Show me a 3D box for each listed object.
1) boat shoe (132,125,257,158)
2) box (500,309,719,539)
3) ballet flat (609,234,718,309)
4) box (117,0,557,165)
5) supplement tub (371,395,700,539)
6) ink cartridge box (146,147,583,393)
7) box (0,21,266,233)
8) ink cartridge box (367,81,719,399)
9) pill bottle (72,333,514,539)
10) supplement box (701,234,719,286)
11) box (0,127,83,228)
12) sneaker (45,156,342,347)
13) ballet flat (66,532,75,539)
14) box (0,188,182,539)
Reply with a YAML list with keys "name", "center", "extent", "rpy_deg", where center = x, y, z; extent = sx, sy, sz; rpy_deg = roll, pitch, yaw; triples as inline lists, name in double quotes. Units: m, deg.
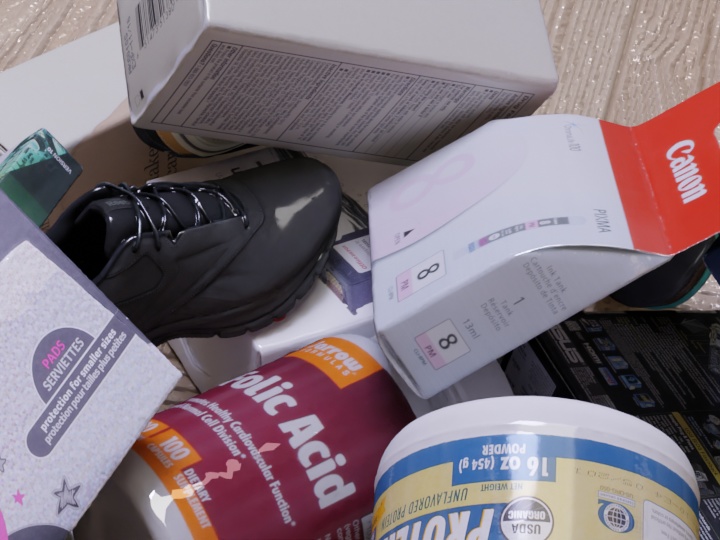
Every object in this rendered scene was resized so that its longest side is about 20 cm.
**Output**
- name: "boat shoe"
  center: [-0.045, -0.106, 1.230]
  extent: [0.062, 0.075, 0.199]
  rpy_deg: [-10, 10, 46]
- name: "box"
  center: [0.179, 0.099, 1.114]
  extent: [0.160, 0.049, 0.200]
  rpy_deg: [-2, 41, -28]
- name: "ballet flat"
  center: [0.140, -0.029, 1.213]
  extent: [0.072, 0.074, 0.200]
  rpy_deg: [4, 12, -2]
- name: "box"
  center: [-0.011, -0.114, 1.129]
  extent: [0.199, 0.095, 0.078]
  rpy_deg: [7, 58, -30]
- name: "supplement tub"
  center: [0.072, 0.170, 0.948]
  extent: [0.143, 0.145, 0.201]
  rpy_deg: [5, 60, -1]
- name: "ink cartridge box"
  center: [0.000, 0.000, 1.201]
  extent: [0.199, 0.085, 0.145]
  rpy_deg: [-17, 46, -23]
- name: "box"
  center: [-0.131, -0.080, 1.271]
  extent: [0.199, 0.095, 0.078]
  rpy_deg: [-30, 51, -32]
- name: "ink cartridge box"
  center: [0.098, -0.038, 1.053]
  extent: [0.199, 0.057, 0.163]
  rpy_deg: [-33, 21, 13]
- name: "pill bottle"
  center: [-0.028, 0.099, 1.065]
  extent: [0.199, 0.115, 0.114]
  rpy_deg: [-24, 49, -29]
- name: "supplement box"
  center: [0.284, 0.022, 1.058]
  extent: [0.201, 0.134, 0.200]
  rpy_deg: [57, 24, -1]
- name: "box"
  center: [-0.230, 0.025, 1.113]
  extent: [0.036, 0.144, 0.200]
  rpy_deg: [45, 42, -16]
- name: "sneaker"
  center: [-0.094, -0.008, 1.080]
  extent: [0.199, 0.091, 0.076]
  rpy_deg: [-30, 50, -22]
- name: "ballet flat"
  center: [-0.165, 0.110, 1.085]
  extent: [0.074, 0.075, 0.201]
  rpy_deg: [7, 43, 1]
- name: "box"
  center: [-0.190, 0.082, 0.937]
  extent: [0.132, 0.114, 0.200]
  rpy_deg: [46, 56, -16]
